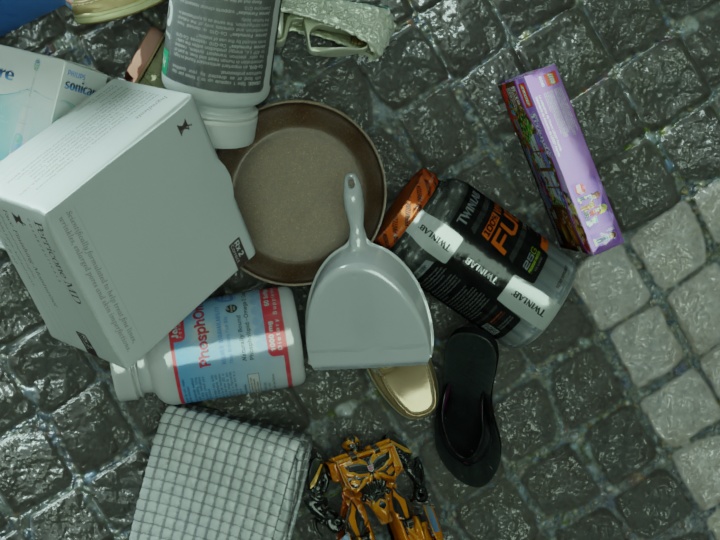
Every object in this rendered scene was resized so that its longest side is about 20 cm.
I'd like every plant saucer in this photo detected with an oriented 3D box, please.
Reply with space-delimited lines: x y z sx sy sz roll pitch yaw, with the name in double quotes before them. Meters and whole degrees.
"plant saucer" -0.069 -0.083 1.376 0.200 0.037 0.201 0 88 7

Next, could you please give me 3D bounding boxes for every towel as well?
"towel" -0.150 0.255 1.370 0.165 0.086 0.200 14 92 10

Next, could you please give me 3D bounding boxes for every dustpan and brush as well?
"dustpan and brush" 0.000 0.000 1.328 0.139 0.057 0.200 -4 112 14

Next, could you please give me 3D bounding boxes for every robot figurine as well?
"robot figurine" 0.023 0.274 1.392 0.145 0.058 0.200 -16 81 -23

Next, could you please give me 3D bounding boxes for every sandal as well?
"sandal" 0.113 0.158 1.392 0.075 0.048 0.201 5 118 18

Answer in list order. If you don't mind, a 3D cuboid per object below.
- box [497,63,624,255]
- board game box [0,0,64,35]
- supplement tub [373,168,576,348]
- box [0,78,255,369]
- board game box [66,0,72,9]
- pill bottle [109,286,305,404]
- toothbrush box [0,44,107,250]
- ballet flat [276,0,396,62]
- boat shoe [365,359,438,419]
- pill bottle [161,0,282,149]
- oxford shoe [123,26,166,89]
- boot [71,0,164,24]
"box" 0.212 -0.118 1.365 0.039 0.137 0.200 -23 96 -3
"board game box" -0.396 -0.294 1.275 0.158 0.200 0.039 17 67 -47
"supplement tub" 0.121 -0.015 1.371 0.200 0.123 0.123 34 91 -8
"box" -0.237 -0.049 1.257 0.200 0.131 0.199 -44 132 -31
"board game box" -0.293 -0.368 1.344 0.200 0.039 0.158 40 90 -8
"pill bottle" -0.163 0.084 1.359 0.200 0.109 0.109 -9 95 -5
"toothbrush box" -0.364 -0.128 1.310 0.146 0.085 0.200 15 94 19
"ballet flat" -0.061 -0.266 1.356 0.200 0.072 0.072 10 93 -5
"boat shoe" 0.031 0.076 1.396 0.074 0.069 0.200 -26 96 -3
"pill bottle" -0.142 -0.232 1.291 0.113 0.113 0.200 8 112 -6
"oxford shoe" -0.235 -0.156 1.354 0.074 0.071 0.200 26 93 -12
"boot" -0.230 -0.353 1.300 0.200 0.073 0.156 -31 120 -16
